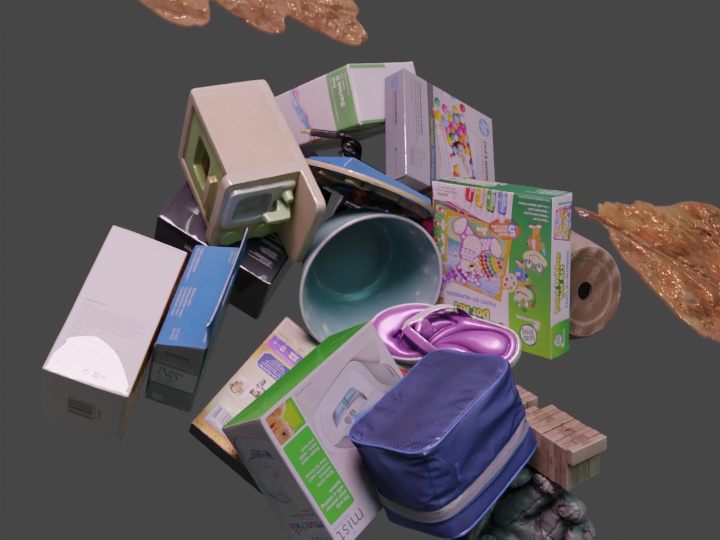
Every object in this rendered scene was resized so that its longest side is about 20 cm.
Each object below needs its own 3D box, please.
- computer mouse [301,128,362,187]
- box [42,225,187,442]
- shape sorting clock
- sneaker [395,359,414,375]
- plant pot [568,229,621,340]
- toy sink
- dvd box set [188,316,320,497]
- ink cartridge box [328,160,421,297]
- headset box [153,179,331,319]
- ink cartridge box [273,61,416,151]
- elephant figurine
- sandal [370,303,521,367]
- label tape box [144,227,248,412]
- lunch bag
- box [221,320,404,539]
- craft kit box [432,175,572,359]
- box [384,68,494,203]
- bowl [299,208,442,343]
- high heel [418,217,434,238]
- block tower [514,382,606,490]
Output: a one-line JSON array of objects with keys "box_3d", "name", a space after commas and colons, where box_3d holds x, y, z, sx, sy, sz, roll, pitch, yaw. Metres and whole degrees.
[{"box_3d": [-0.085, -0.152, 1.186, 0.196, 0.141, 0.047, 12, 65, 11], "name": "computer mouse"}, {"box_3d": [-0.285, 0.073, 0.984, 0.096, 0.125, 0.203, 19, 53, -7], "name": "box"}, {"box_3d": [0.002, -0.105, 1.098, 0.197, 0.200, 0.040, 24, 87, -4], "name": "shape sorting clock"}, {"box_3d": [0.098, 0.124, 1.134, 0.198, 0.067, 0.110, 19, 54, -14], "name": "sneaker"}, {"box_3d": [0.252, 0.018, 1.146, 0.196, 0.173, 0.205, -3, 97, -23], "name": "plant pot"}, {"box_3d": [-0.143, -0.111, 1.043, 0.110, 0.131, 0.203, -14, 66, -28], "name": "toy sink"}, {"box_3d": [-0.096, 0.170, 1.049, 0.145, 0.030, 0.200, 37, 51, 5], "name": "dvd box set"}, {"box_3d": [0.047, -0.045, 1.245, 0.195, 0.044, 0.202, 27, 53, -4], "name": "ink cartridge box"}, {"box_3d": [-0.162, -0.059, 1.141, 0.172, 0.093, 0.202, 30, 52, 0], "name": "headset box"}, {"box_3d": [-0.029, -0.231, 1.223, 0.144, 0.198, 0.089, -16, 92, -44], "name": "ink cartridge box"}, {"box_3d": [0.167, 0.331, 0.990, 0.200, 0.156, 0.141, -47, 43, -12], "name": "elephant figurine"}, {"box_3d": [0.102, 0.075, 1.054, 0.198, 0.050, 0.084, 5, 60, 16], "name": "sandal"}, {"box_3d": [-0.193, 0.053, 0.985, 0.065, 0.201, 0.145, 18, 52, -5], "name": "label tape box"}, {"box_3d": [0.100, 0.188, 0.928, 0.199, 0.134, 0.134, -37, 115, -34], "name": "lunch bag"}, {"box_3d": [-0.030, 0.193, 0.981, 0.199, 0.096, 0.178, -37, 98, -39], "name": "box"}, {"box_3d": [0.175, -0.009, 1.072, 0.048, 0.202, 0.198, -19, 21, -37], "name": "craft kit box"}, {"box_3d": [0.114, -0.169, 1.177, 0.198, 0.041, 0.159, 19, 64, -43], "name": "box"}, {"box_3d": [0.000, 0.000, 1.122, 0.197, 0.205, 0.105, -1, 26, -21], "name": "bowl"}, {"box_3d": [0.103, -0.103, 1.231, 0.096, 0.067, 0.200, 47, 46, -1], "name": "high heel"}, {"box_3d": [0.201, 0.186, 1.003, 0.053, 0.059, 0.199, -17, 23, -26], "name": "block tower"}]
